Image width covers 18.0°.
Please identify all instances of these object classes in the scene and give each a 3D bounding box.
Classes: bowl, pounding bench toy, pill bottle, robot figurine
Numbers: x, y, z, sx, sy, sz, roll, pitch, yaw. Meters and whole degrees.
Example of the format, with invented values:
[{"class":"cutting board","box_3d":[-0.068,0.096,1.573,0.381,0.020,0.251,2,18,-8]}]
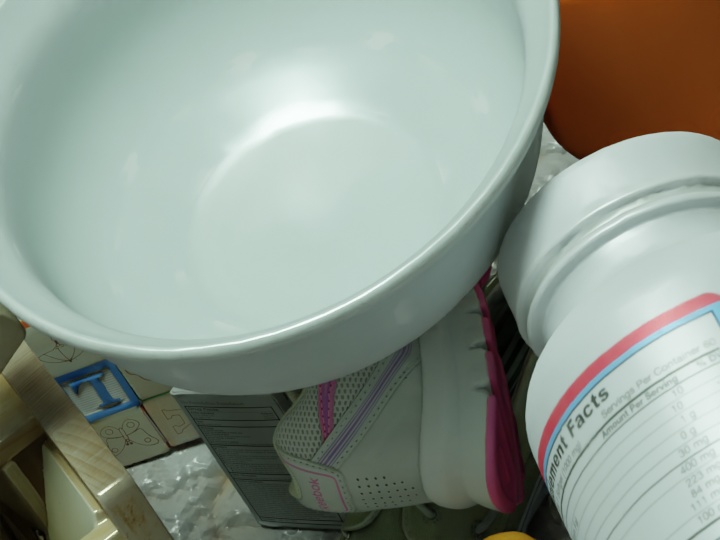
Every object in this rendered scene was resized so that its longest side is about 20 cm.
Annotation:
[{"class":"bowl","box_3d":[-0.025,-0.035,0.718,0.199,0.091,0.202,-9,53,12]},{"class":"pounding bench toy","box_3d":[-0.156,0.101,0.782,0.156,0.201,0.124,-36,41,-10]},{"class":"pill bottle","box_3d":[0.111,0.062,0.625,0.108,0.109,0.201,-26,55,4]},{"class":"robot figurine","box_3d":[0.105,-0.119,0.857,0.143,0.201,0.117,-8,45,23]}]

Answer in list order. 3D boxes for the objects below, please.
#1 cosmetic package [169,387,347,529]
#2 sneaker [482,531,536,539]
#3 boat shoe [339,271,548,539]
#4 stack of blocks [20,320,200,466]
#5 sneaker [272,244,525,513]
[{"class":"cosmetic package","box_3d":[-0.004,-0.004,0.894,0.050,0.083,0.201,0,48,29]},{"class":"sneaker","box_3d":[0.101,0.142,0.689,0.199,0.078,0.078,19,58,40]},{"class":"boat shoe","box_3d":[0.026,0.080,0.806,0.072,0.062,0.201,7,52,35]},{"class":"stack of blocks","box_3d":[-0.164,0.038,0.917,0.198,0.116,0.059,-19,41,13]},{"class":"sneaker","box_3d":[0.000,0.000,0.786,0.087,0.082,0.201,-12,45,6]}]
